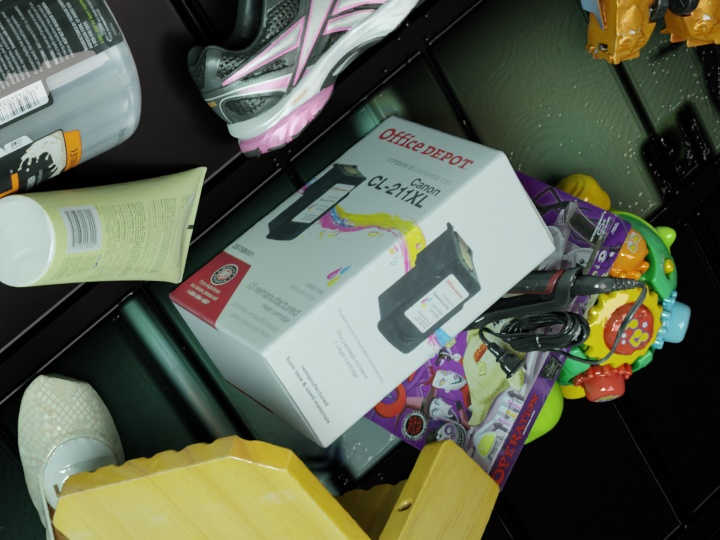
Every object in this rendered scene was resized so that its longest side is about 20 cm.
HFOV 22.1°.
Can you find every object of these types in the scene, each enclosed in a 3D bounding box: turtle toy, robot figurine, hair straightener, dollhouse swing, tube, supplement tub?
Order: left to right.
[{"bbox_3d":[-0.232,-0.089,1.022,0.199,0.122,0.123,-29,117,-20],"label":"supplement tub"},{"bbox_3d":[-0.149,-0.022,1.096,0.058,0.052,0.200,-36,170,23],"label":"tube"},{"bbox_3d":[-0.057,0.134,1.130,0.176,0.199,0.182,60,33,-22],"label":"dollhouse swing"},{"bbox_3d":[0.101,0.030,1.198,0.041,0.199,0.077,-47,121,-43],"label":"hair straightener"},{"bbox_3d":[0.150,0.040,1.299,0.200,0.101,0.146,-42,122,-3],"label":"turtle toy"},{"bbox_3d":[0.201,-0.249,1.269,0.144,0.058,0.201,-13,112,-27],"label":"robot figurine"}]

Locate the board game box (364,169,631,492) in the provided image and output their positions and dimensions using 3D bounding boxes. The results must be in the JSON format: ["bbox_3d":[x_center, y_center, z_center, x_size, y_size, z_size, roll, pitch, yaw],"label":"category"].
[{"bbox_3d":[0.089,0.034,1.252,0.032,0.120,0.201,25,91,-48],"label":"board game box"}]

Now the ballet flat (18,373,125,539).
[{"bbox_3d":[-0.169,0.160,1.172,0.067,0.062,0.201,-19,113,-25],"label":"ballet flat"}]

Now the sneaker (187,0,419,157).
[{"bbox_3d":[-0.028,-0.169,1.149,0.086,0.080,0.200,44,75,-22],"label":"sneaker"}]

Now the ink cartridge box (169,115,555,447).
[{"bbox_3d":[0.000,0.000,1.173,0.200,0.146,0.083,-40,119,-15],"label":"ink cartridge box"}]
